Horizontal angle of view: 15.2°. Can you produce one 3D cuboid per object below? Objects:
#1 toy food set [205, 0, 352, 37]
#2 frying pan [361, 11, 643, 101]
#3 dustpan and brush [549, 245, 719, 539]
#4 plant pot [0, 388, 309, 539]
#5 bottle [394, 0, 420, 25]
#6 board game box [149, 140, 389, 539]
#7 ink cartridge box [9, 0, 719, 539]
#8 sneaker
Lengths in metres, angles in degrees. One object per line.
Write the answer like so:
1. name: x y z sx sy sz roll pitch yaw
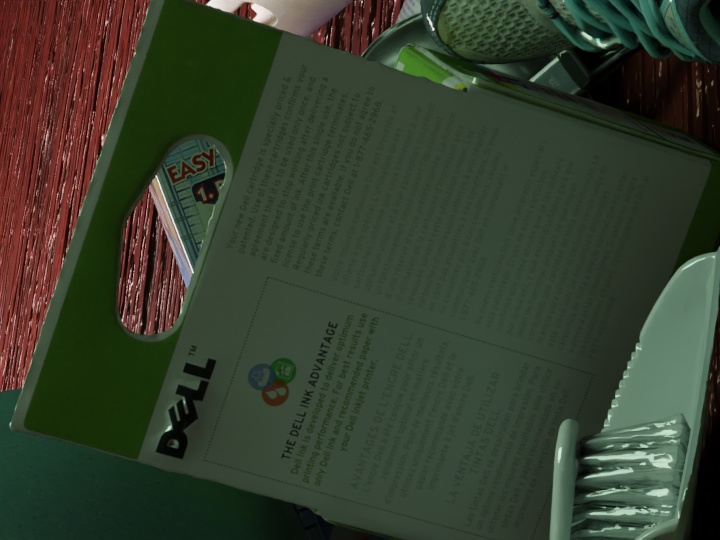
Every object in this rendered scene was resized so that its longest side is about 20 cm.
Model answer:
1. toy food set: 0.009 -0.163 1.090 0.200 0.060 0.143 -45 6 -25
2. frying pan: 0.065 -0.043 0.936 0.189 0.031 0.116 -13 97 36
3. dustpan and brush: 0.064 0.105 0.788 0.140 0.057 0.201 -70 -15 -57
4. plant pot: -0.093 0.116 0.912 0.135 0.200 0.200 -40 3 -26
5. bottle: 0.063 -0.116 0.990 0.084 0.065 0.201 48 121 54
6. board game box: -0.032 0.005 1.006 0.200 0.061 0.201 -127 17 -72
7. ink cartridge box: 0.000 0.000 0.863 0.076 0.199 0.149 -133 61 -70
8. sneaker: 0.089 -0.097 0.786 0.199 0.077 0.087 -23 44 40
